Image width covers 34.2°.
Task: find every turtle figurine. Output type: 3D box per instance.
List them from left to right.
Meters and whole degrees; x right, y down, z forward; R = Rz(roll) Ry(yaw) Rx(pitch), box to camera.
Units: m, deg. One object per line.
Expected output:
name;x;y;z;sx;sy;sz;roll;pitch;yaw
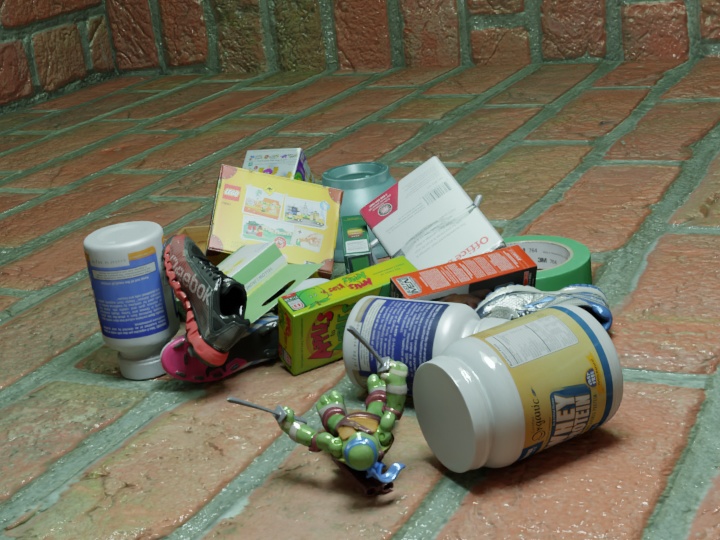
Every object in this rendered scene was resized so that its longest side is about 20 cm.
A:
turtle figurine;-0.018;0.137;1.295;0.199;0.145;0.194;37;3;1

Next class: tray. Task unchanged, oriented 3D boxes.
tray;-0.297;-0.033;2.084;0.097;0.038;0.200;-4;19;11

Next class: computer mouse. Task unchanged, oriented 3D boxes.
computer mouse;-0.099;0.039;1.716;0.109;0.044;0.199;-23;-10;40

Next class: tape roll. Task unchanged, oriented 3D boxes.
tape roll;0.250;0.000;1.773;0.198;0.049;0.201;-7;19;2

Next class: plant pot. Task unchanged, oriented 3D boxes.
plant pot;-0.002;-0.112;2.051;0.197;0.136;0.201;-6;20;2

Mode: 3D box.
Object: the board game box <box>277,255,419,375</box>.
board game box;-0.015;0.060;1.596;0.198;0.103;0.048;-19;41;-26

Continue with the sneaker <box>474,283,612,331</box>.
sneaker;0.243;0.064;1.558;0.197;0.078;0.085;-10;23;-6

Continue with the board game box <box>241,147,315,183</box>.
board game box;-0.151;-0.095;1.967;0.103;0.103;0.202;-1;53;17

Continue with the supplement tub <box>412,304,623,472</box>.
supplement tub;0.172;0.130;1.285;0.198;0.147;0.144;-17;22;-26

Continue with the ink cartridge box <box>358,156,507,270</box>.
ink cartridge box;0.111;-0.046;1.710;0.144;0.084;0.201;-34;54;0

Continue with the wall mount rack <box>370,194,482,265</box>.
wall mount rack;0.111;-0.052;1.865;0.173;0.075;0.200;-29;15;-15

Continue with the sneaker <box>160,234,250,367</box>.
sneaker;-0.199;0.023;1.539;0.098;0.202;0.071;-39;-34;22

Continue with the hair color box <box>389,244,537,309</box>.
hair color box;0.140;0.041;1.602;0.198;0.103;0.061;-14;37;-18

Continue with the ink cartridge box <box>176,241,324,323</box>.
ink cartridge box;-0.159;0.016;1.635;0.145;0.048;0.199;-40;17;-28

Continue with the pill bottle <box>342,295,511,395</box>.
pill bottle;0.089;0.097;1.445;0.198;0.121;0.119;4;22;30

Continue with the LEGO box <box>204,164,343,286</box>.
LEGO box;-0.136;-0.065;1.820;0.197;0.151;0.077;12;-27;-9

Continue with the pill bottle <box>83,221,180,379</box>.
pill bottle;-0.311;0.043;1.619;0.110;0.203;0.112;-6;19;2

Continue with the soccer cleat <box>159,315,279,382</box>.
soccer cleat;-0.185;0.108;1.614;0.198;0.071;0.086;-11;7;-23

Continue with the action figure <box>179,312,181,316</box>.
action figure;-0.258;0.022;1.811;0.198;0.106;0.193;-13;21;-27

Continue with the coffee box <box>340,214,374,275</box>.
coffee box;0.000;0.000;1.752;0.043;0.125;0.200;-8;17;0
